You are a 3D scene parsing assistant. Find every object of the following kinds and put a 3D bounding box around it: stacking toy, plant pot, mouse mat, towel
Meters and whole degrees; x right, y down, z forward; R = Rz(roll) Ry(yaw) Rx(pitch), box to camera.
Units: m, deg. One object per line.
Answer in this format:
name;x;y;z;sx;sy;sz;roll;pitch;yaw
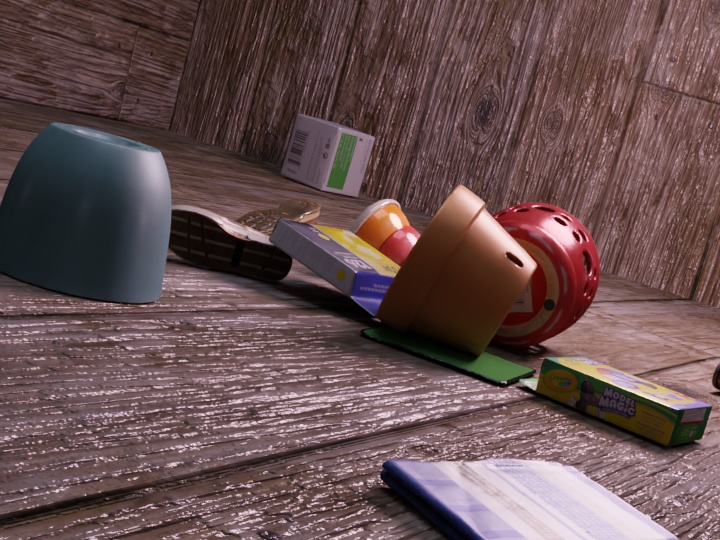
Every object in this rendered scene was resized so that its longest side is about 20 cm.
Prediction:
stacking toy;0.072;-0.002;1.823;0.200;0.147;0.146;40;16;21
plant pot;0.230;0.009;1.669;0.199;0.202;0.182;18;15;20
plant pot;-0.300;-0.071;1.291;0.199;0.162;0.201;14;8;-2
plant pot;0.130;0.012;1.471;0.139;0.201;0.200;32;10;6
mouse mat;0.112;0.102;1.459;0.199;0.008;0.161;18;8;22
towel;0.127;0.180;0.870;0.199;0.024;0.147;8;13;-36

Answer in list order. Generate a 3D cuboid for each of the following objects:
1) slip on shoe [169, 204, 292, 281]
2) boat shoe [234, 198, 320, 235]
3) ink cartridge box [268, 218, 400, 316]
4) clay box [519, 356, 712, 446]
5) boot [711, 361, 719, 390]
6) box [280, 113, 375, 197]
slip on shoe;-0.189;-0.041;1.609;0.198;0.077;0.061;16;15;-22
boat shoe;-0.139;-0.064;1.929;0.072;0.068;0.199;23;27;30
ink cartridge box;0.000;0.000;1.622;0.199;0.047;0.197;33;11;27
clay box;0.296;0.145;1.365;0.199;0.048;0.115;22;9;34
boot;0.647;0.190;1.731;0.185;0.065;0.200;6;17;-40
box;-0.100;-0.349;3.539;0.199;0.201;0.171;24;11;39
